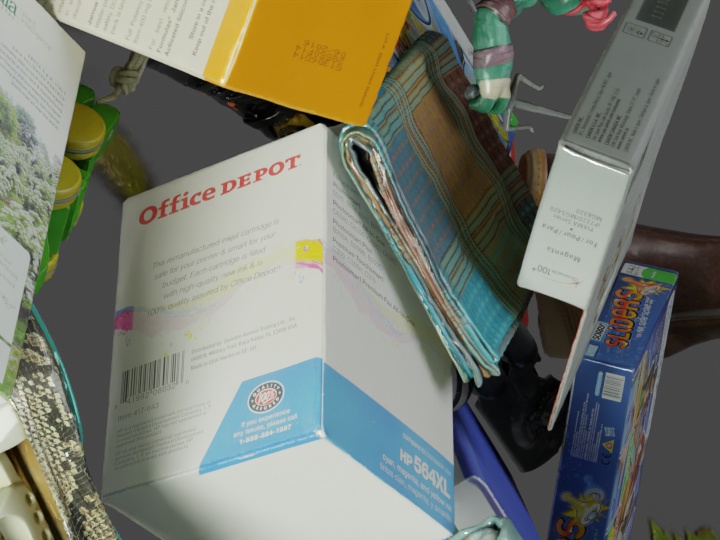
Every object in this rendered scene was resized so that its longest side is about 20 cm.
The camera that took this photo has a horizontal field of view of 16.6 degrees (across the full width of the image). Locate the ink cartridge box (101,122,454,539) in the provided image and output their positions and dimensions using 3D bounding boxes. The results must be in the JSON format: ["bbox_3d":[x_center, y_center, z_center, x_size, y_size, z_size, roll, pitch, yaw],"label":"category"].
[{"bbox_3d":[-0.036,0.035,1.225,0.125,0.129,0.200,41,41,-44],"label":"ink cartridge box"}]

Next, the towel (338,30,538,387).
[{"bbox_3d":[0.050,-0.040,1.278,0.147,0.022,0.200,61,22,-11],"label":"towel"}]

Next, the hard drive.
[{"bbox_3d":[0.068,0.123,1.376,0.132,0.025,0.200,58,5,-23],"label":"hard drive"}]

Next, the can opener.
[{"bbox_3d":[0.068,0.045,1.476,0.053,0.067,0.200,-47,129,-14],"label":"can opener"}]

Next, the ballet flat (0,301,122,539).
[{"bbox_3d":[-0.147,0.098,1.069,0.075,0.068,0.200,-31,103,-45],"label":"ballet flat"}]

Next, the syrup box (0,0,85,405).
[{"bbox_3d":[-0.185,-0.035,1.053,0.079,0.081,0.200,47,36,-41],"label":"syrup box"}]

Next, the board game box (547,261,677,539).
[{"bbox_3d":[0.147,0.113,1.482,0.135,0.034,0.200,-54,154,-60],"label":"board game box"}]

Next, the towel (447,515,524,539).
[{"bbox_3d":[0.033,0.238,1.180,0.171,0.200,0.048,57,-7,-19],"label":"towel"}]

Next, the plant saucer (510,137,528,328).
[{"bbox_3d":[0.046,-0.057,1.522,0.200,0.037,0.200,33,46,-49],"label":"plant saucer"}]

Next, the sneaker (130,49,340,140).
[{"bbox_3d":[-0.051,-0.110,1.345,0.200,0.070,0.090,-12,81,-64],"label":"sneaker"}]

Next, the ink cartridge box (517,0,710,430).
[{"bbox_3d":[0.128,-0.040,1.324,0.200,0.044,0.174,-60,168,-52],"label":"ink cartridge box"}]

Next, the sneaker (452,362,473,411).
[{"bbox_3d":[0.000,0.000,1.363,0.074,0.088,0.200,38,34,-46],"label":"sneaker"}]

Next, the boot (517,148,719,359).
[{"bbox_3d":[0.187,-0.015,1.555,0.200,0.166,0.072,73,13,-50],"label":"boot"}]

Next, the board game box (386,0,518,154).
[{"bbox_3d":[0.018,-0.132,1.382,0.200,0.034,0.135,57,22,-18],"label":"board game box"}]

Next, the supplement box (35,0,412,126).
[{"bbox_3d":[-0.094,-0.140,1.153,0.126,0.200,0.074,10,102,-59],"label":"supplement box"}]

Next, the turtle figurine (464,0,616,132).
[{"bbox_3d":[0.060,-0.170,1.324,0.200,0.101,0.150,30,30,-30],"label":"turtle figurine"}]

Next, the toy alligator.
[{"bbox_3d":[-0.150,-0.057,1.165,0.054,0.059,0.200,20,39,-3],"label":"toy alligator"}]

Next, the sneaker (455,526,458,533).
[{"bbox_3d":[0.019,0.202,1.289,0.118,0.074,0.200,62,29,-11],"label":"sneaker"}]
